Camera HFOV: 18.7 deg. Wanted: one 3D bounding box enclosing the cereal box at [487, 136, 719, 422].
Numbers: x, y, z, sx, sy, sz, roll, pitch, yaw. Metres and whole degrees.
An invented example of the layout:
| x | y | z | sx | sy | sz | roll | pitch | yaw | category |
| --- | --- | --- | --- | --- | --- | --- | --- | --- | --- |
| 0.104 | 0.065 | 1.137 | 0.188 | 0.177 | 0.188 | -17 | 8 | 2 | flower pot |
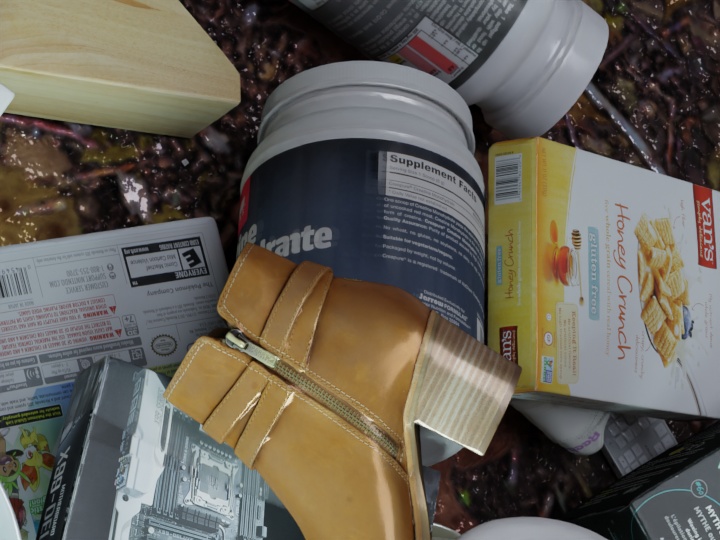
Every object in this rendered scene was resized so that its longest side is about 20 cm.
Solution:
| x | y | z | sx | sy | sz | roll | pitch | yaw | category |
| --- | --- | --- | --- | --- | --- | --- | --- | --- | --- |
| 0.148 | 0.010 | 1.272 | 0.200 | 0.039 | 0.144 | 10 | 76 | -48 | cereal box |

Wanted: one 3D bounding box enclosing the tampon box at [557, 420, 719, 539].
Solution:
| x | y | z | sx | sy | sz | roll | pitch | yaw | category |
| --- | --- | --- | --- | --- | --- | --- | --- | --- | --- |
| 0.245 | 0.162 | 1.299 | 0.200 | 0.126 | 0.150 | -27 | 88 | -21 | tampon box |

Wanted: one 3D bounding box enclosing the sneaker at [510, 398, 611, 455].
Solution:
| x | y | z | sx | sy | sz | roll | pitch | yaw | category |
| --- | --- | --- | --- | --- | --- | --- | --- | --- | --- |
| 0.142 | 0.024 | 1.352 | 0.100 | 0.075 | 0.200 | 48 | 51 | -31 | sneaker |

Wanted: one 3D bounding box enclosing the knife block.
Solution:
| x | y | z | sx | sy | sz | roll | pitch | yaw | category |
| --- | --- | --- | --- | --- | --- | --- | --- | --- | --- |
| -0.187 | -0.116 | 1.187 | 0.200 | 0.064 | 0.176 | 49 | 56 | -9 | knife block |

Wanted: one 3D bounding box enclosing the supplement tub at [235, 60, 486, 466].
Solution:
| x | y | z | sx | sy | sz | roll | pitch | yaw | category |
| --- | --- | --- | --- | --- | --- | --- | --- | --- | --- |
| 0.000 | 0.000 | 1.210 | 0.140 | 0.140 | 0.200 | 19 | 56 | -26 | supplement tub |

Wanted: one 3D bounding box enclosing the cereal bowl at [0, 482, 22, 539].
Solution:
| x | y | z | sx | sy | sz | roll | pitch | yaw | category |
| --- | --- | --- | --- | --- | --- | --- | --- | --- | --- |
| -0.266 | 0.149 | 1.036 | 0.200 | 0.083 | 0.200 | 10 | 70 | -30 | cereal bowl |

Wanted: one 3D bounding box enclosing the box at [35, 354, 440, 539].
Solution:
| x | y | z | sx | sy | sz | roll | pitch | yaw | category |
| --- | --- | --- | --- | --- | --- | --- | --- | --- | --- |
| -0.065 | 0.150 | 1.110 | 0.200 | 0.050 | 0.158 | 22 | 64 | -22 | box |

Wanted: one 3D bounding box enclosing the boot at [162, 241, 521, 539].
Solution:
| x | y | z | sx | sy | sz | roll | pitch | yaw | category |
| --- | --- | --- | --- | --- | --- | --- | --- | --- | --- |
| -0.029 | 0.097 | 1.072 | 0.155 | 0.077 | 0.200 | 25 | 94 | 1 | boot |

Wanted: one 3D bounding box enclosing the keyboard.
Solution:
| x | y | z | sx | sy | sz | roll | pitch | yaw | category |
| --- | --- | --- | --- | --- | --- | --- | --- | --- | --- |
| 0.205 | 0.159 | 1.374 | 0.056 | 0.011 | 0.200 | -32 | 93 | -35 | keyboard |

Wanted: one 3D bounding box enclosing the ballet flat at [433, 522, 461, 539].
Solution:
| x | y | z | sx | sy | sz | roll | pitch | yaw | category |
| --- | --- | --- | --- | --- | --- | --- | --- | --- | --- |
| 0.007 | 0.165 | 1.228 | 0.200 | 0.067 | 0.062 | 18 | 37 | -30 | ballet flat |

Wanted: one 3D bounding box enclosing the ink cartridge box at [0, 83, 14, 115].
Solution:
| x | y | z | sx | sy | sz | roll | pitch | yaw | category |
| --- | --- | --- | --- | --- | --- | --- | --- | --- | --- |
| -0.264 | -0.016 | 1.073 | 0.067 | 0.116 | 0.200 | 38 | 59 | -17 | ink cartridge box |

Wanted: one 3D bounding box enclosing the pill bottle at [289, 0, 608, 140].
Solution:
| x | y | z | sx | sy | sz | roll | pitch | yaw | category |
| --- | --- | --- | --- | --- | --- | --- | --- | --- | --- |
| 0.045 | -0.170 | 1.318 | 0.200 | 0.116 | 0.116 | 35 | 59 | -18 | pill bottle |

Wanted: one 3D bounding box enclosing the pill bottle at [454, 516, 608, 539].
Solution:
| x | y | z | sx | sy | sz | roll | pitch | yaw | category |
| --- | --- | --- | --- | --- | --- | --- | --- | --- | --- |
| 0.078 | 0.233 | 1.108 | 0.114 | 0.200 | 0.114 | 5 | 37 | -4 | pill bottle |

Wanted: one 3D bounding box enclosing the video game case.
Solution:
| x | y | z | sx | sy | sz | roll | pitch | yaw | category |
| --- | --- | --- | --- | --- | --- | --- | --- | --- | --- |
| -0.144 | 0.071 | 1.177 | 0.200 | 0.022 | 0.183 | -9 | 80 | -35 | video game case |
